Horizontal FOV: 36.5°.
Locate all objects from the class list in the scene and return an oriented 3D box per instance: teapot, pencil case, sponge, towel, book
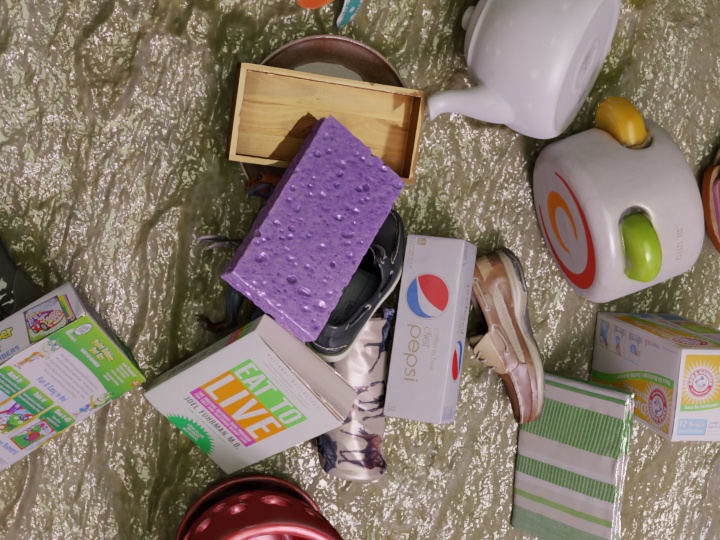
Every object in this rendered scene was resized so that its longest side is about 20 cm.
[{"bbox_3d":[0.178,-0.249,1.159,0.146,0.200,0.198,27,118,18],"label":"teapot"},{"bbox_3d":[-0.003,0.133,1.208,0.089,0.078,0.201,-3,100,-26],"label":"pencil case"},{"bbox_3d":[-0.043,-0.043,1.083,0.111,0.030,0.201,39,66,-21],"label":"sponge"},{"bbox_3d":[0.245,0.223,1.262,0.023,0.152,0.201,-5,102,-44],"label":"towel"},{"bbox_3d":[-0.119,0.131,1.133,0.134,0.200,0.048,45,42,-16],"label":"book"}]

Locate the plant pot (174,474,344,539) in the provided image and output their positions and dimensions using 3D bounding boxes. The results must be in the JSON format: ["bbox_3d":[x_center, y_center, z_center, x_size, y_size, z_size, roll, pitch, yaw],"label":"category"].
[{"bbox_3d":[-0.110,0.328,1.157,0.199,0.182,0.202,-3,100,-15],"label":"plant pot"}]

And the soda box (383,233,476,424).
[{"bbox_3d":[0.077,0.063,1.194,0.068,0.064,0.201,7,87,19],"label":"soda box"}]

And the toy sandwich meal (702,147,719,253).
[{"bbox_3d":[0.504,-0.101,1.309,0.204,0.070,0.207,-3,100,-15],"label":"toy sandwich meal"}]

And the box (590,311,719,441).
[{"bbox_3d":[0.355,0.116,1.237,0.112,0.200,0.102,2,99,-15],"label":"box"}]

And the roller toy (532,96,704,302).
[{"bbox_3d":[0.284,-0.071,1.197,0.139,0.183,0.201,-19,73,-9],"label":"roller toy"}]

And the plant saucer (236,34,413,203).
[{"bbox_3d":[-0.039,-0.150,1.172,0.199,0.037,0.202,-2,100,-14],"label":"plant saucer"}]

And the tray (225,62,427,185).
[{"bbox_3d":[-0.035,-0.152,1.137,0.199,0.037,0.099,6,98,-15],"label":"tray"}]

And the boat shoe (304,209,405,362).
[{"bbox_3d":[-0.002,-0.001,1.148,0.074,0.066,0.200,26,59,12],"label":"boat shoe"}]

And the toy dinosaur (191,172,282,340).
[{"bbox_3d":[-0.105,-0.006,1.158,0.182,0.105,0.200,-56,141,4],"label":"toy dinosaur"}]

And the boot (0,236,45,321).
[{"bbox_3d":[-0.418,0.013,1.075,0.182,0.072,0.200,-46,116,-25],"label":"boot"}]

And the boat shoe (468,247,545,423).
[{"bbox_3d":[0.159,0.077,1.251,0.073,0.076,0.201,-13,94,-7],"label":"boat shoe"}]

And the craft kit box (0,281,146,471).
[{"bbox_3d":[-0.328,0.113,1.065,0.197,0.200,0.049,-29,67,-7],"label":"craft kit box"}]

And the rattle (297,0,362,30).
[{"bbox_3d":[0.033,-0.338,1.111,0.200,0.143,0.130,-45,127,-11],"label":"rattle"}]
